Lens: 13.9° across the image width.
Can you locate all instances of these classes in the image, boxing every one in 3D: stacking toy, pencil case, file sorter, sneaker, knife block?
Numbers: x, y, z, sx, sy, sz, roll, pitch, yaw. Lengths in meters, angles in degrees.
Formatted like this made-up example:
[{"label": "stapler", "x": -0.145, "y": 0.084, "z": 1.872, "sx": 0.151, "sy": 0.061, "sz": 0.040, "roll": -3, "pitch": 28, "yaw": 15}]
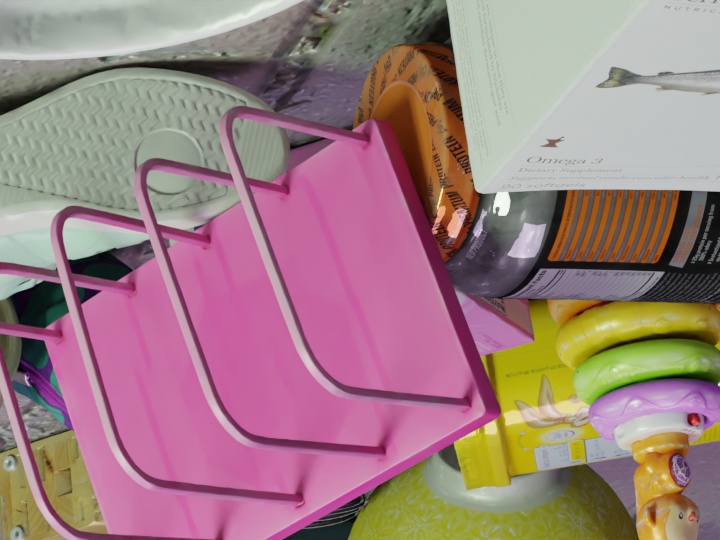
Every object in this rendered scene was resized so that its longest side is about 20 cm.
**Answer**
[{"label": "stacking toy", "x": 0.143, "y": 0.049, "z": 1.479, "sx": 0.110, "sy": 0.200, "sz": 0.116, "roll": -19, "pitch": 157, "yaw": 31}, {"label": "pencil case", "x": -0.115, "y": 0.054, "z": 1.420, "sx": 0.092, "sy": 0.085, "sz": 0.200, "roll": -26, "pitch": -153, "yaw": -17}, {"label": "file sorter", "x": -0.074, "y": 0.037, "z": 1.224, "sx": 0.200, "sy": 0.139, "sz": 0.125, "roll": -31, "pitch": 158, "yaw": 28}, {"label": "sneaker", "x": -0.128, "y": -0.035, "z": 1.339, "sx": 0.200, "sy": 0.074, "sz": 0.118, "roll": -9, "pitch": 166, "yaw": 2}, {"label": "knife block", "x": -0.102, "y": 0.137, "z": 1.840, "sx": 0.200, "sy": 0.064, "sz": 0.175, "roll": -18, "pitch": 157, "yaw": 28}]

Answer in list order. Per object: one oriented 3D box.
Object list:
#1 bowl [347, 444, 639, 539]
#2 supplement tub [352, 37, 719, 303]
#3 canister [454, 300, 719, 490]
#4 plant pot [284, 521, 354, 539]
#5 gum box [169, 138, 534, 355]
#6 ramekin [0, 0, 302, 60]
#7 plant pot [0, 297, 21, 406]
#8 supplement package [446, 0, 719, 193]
[{"label": "bowl", "x": 0.086, "y": 0.158, "z": 1.872, "sx": 0.200, "sy": 0.200, "sz": 0.108, "roll": -4, "pitch": 118, "yaw": -9}, {"label": "supplement tub", "x": 0.104, "y": -0.047, "z": 1.309, "sx": 0.200, "sy": 0.123, "sz": 0.123, "roll": 3, "pitch": 158, "yaw": -26}, {"label": "canister", "x": 0.148, "y": 0.058, "z": 1.683, "sx": 0.200, "sy": 0.087, "sz": 0.149, "roll": -10, "pitch": 161, "yaw": 3}, {"label": "plant pot", "x": -0.036, "y": 0.256, "z": 2.044, "sx": 0.188, "sy": 0.200, "sz": 0.200, "roll": 29, "pitch": 142, "yaw": -36}, {"label": "gum box", "x": 0.000, "y": 0.000, "z": 1.486, "sx": 0.113, "sy": 0.066, "sz": 0.200, "roll": -16, "pitch": 159, "yaw": 21}, {"label": "ramekin", "x": -0.093, "y": -0.156, "z": 0.953, "sx": 0.200, "sy": 0.105, "sz": 0.200, "roll": -7, "pitch": 161, "yaw": -2}, {"label": "plant pot", "x": -0.261, "y": 0.067, "z": 1.440, "sx": 0.187, "sy": 0.188, "sz": 0.200, "roll": 11, "pitch": 145, "yaw": -42}, {"label": "supplement package", "x": 0.120, "y": -0.118, "z": 1.121, "sx": 0.117, "sy": 0.118, "sz": 0.200, "roll": 0, "pitch": 159, "yaw": -18}]
